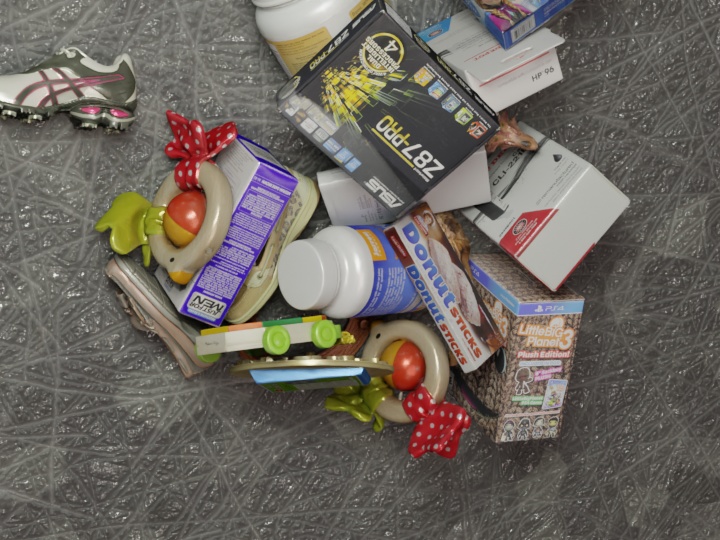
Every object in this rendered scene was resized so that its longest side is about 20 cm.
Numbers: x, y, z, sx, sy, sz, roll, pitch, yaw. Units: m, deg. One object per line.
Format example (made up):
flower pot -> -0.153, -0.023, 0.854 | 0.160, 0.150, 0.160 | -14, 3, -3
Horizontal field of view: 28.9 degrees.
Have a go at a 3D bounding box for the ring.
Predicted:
ring -> -0.069, 0.056, 1.784 | 0.199, 0.019, 0.202 | -9, 116, -19

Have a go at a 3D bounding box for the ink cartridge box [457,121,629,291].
ink cartridge box -> 0.219, -0.085, 1.742 | 0.084, 0.200, 0.145 | 38, 94, -28

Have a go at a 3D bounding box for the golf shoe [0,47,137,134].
golf shoe -> -0.342, -0.202, 1.529 | 0.199, 0.077, 0.089 | 4, 91, -27

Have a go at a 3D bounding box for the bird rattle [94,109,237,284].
bird rattle -> -0.194, -0.075, 1.597 | 0.200, 0.163, 0.112 | -46, 141, 12

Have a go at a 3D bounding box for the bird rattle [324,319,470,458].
bird rattle -> 0.054, 0.146, 1.768 | 0.112, 0.199, 0.164 | 3, 97, -44

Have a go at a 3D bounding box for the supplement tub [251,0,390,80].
supplement tub -> -0.030, -0.269, 1.581 | 0.144, 0.144, 0.201 | -35, 122, -5

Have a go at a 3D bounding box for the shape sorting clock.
shape sorting clock -> -0.059, 0.118, 1.681 | 0.199, 0.200, 0.040 | -1, 80, -23

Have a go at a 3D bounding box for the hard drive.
hard drive -> 0.056, -0.100, 1.689 | 0.198, 0.026, 0.132 | -12, 155, 3

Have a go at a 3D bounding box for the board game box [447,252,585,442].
board game box -> 0.199, 0.099, 1.838 | 0.096, 0.159, 0.201 | -2, 113, -23

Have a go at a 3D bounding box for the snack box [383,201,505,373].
snack box -> 0.103, 0.020, 1.692 | 0.072, 0.024, 0.201 | -36, 99, -42

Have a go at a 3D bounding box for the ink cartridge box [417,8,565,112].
ink cartridge box -> 0.155, -0.244, 1.640 | 0.115, 0.200, 0.068 | -27, 121, -9

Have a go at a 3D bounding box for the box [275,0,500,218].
box -> 0.031, -0.176, 1.535 | 0.161, 0.049, 0.200 | -39, 119, 18

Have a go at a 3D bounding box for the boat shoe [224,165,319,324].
boat shoe -> -0.124, -0.032, 1.686 | 0.063, 0.073, 0.201 | 27, 90, -45

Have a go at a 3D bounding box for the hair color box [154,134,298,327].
hair color box -> -0.159, -0.048, 1.644 | 0.065, 0.109, 0.201 | 25, 102, -32

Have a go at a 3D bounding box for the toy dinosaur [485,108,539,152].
toy dinosaur -> 0.104, -0.167, 1.691 | 0.199, 0.136, 0.086 | -21, 119, -13

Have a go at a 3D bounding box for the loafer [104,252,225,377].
loafer -> -0.244, 0.061, 1.683 | 0.063, 0.072, 0.200 | -39, 125, 6

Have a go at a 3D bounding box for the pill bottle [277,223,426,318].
pill bottle -> 0.000, 0.000, 1.701 | 0.199, 0.112, 0.113 | -4, 116, -45

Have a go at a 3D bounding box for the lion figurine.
lion figurine -> 0.121, 0.024, 1.774 | 0.072, 0.201, 0.123 | -16, 152, -11

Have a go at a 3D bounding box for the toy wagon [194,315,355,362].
toy wagon -> -0.094, 0.078, 1.645 | 0.199, 0.155, 0.040 | -6, 87, -40

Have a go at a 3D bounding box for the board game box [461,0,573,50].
board game box -> 0.184, -0.384, 1.600 | 0.199, 0.199, 0.043 | -36, 156, -5
